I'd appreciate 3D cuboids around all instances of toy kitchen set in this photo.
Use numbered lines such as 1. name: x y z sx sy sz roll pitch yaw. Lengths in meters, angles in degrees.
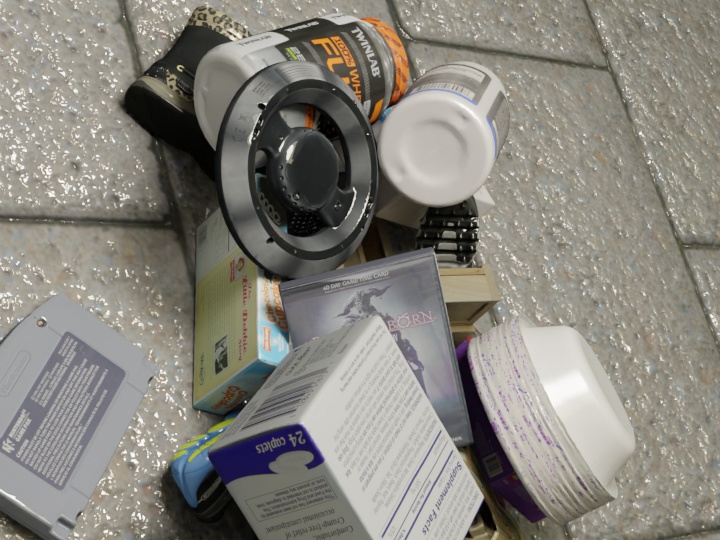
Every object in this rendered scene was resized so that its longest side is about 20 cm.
1. toy kitchen set: 0.000 0.000 1.398 0.163 0.200 0.181 -2 64 -29

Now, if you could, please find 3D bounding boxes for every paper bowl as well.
1. paper bowl: 0.192 0.135 1.385 0.201 0.104 0.201 56 14 -22

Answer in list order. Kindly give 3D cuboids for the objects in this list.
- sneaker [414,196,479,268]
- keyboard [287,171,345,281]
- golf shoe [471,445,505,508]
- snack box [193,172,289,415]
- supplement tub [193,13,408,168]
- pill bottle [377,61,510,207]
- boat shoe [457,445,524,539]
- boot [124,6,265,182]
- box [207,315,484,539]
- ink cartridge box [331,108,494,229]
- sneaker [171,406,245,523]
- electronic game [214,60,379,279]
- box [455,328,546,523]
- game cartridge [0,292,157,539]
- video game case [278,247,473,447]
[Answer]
1. sneaker: 0.089 -0.023 1.519 0.066 0.201 0.091 2 41 1
2. keyboard: -0.052 -0.050 1.428 0.200 0.104 0.040 -75 146 -52
3. golf shoe: 0.068 0.176 1.444 0.200 0.075 0.092 42 35 -22
4. snack box: -0.113 0.022 1.346 0.037 0.116 0.201 18 54 -31
5. supplement tub: -0.054 -0.182 1.407 0.200 0.123 0.123 -25 81 -38
6. pill bottle: 0.090 -0.144 1.432 0.114 0.114 0.200 47 22 -6
7. boat shoe: 0.112 0.251 1.384 0.200 0.072 0.076 59 3 -23
8. boot: -0.127 -0.171 1.481 0.203 0.073 0.154 36 51 -12
9. box: -0.006 0.174 1.196 0.200 0.105 0.184 60 31 -13
10. ink cartridge box: 0.069 -0.104 1.564 0.200 0.067 0.116 13 40 -54
11. sneaker: -0.094 0.171 1.315 0.199 0.071 0.083 -27 106 -49
12. electronic game: -0.054 -0.092 1.310 0.200 0.042 0.201 -3 94 -46
13. box: 0.136 0.146 1.462 0.137 0.039 0.200 46 20 -55
14. game cartridge: -0.265 0.119 1.215 0.133 0.041 0.200 41 45 -18
15. video game case: 0.016 0.087 1.299 0.019 0.142 0.201 -106 -178 -65
